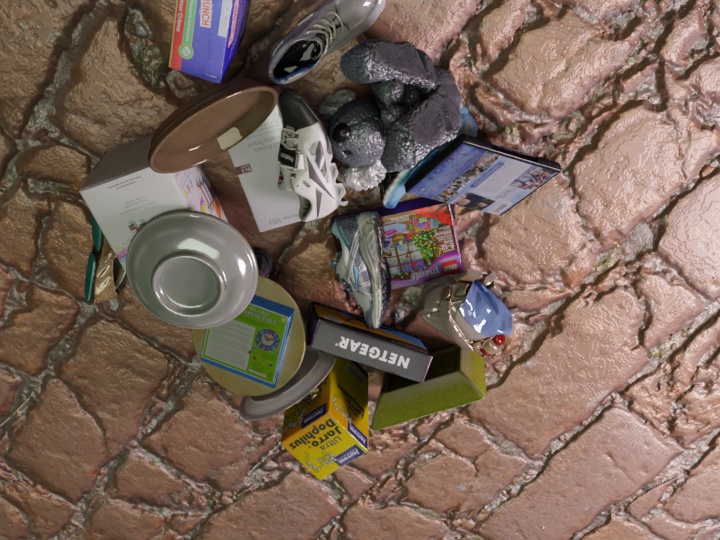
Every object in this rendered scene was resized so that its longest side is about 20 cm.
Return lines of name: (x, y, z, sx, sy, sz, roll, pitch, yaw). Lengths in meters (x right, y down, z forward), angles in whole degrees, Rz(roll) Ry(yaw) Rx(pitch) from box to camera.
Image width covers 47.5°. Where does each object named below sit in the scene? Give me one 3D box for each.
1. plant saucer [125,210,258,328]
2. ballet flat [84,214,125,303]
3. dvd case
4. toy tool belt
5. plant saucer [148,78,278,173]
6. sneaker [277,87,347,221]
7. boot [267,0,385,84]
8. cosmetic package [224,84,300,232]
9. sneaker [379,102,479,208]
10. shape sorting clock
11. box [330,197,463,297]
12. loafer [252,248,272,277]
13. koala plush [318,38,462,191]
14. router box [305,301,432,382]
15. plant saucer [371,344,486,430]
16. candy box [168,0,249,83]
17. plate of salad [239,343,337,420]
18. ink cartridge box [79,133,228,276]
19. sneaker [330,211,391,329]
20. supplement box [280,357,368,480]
plant saucer: (-0.251, 0.012, 1.205, 0.196, 0.050, 0.203, 0, 121, -1)
ballet flat: (-0.414, -0.036, 1.349, 0.064, 0.071, 0.202, -3, 128, -30)
dvd case: (0.183, -0.139, 1.221, 0.197, 0.018, 0.142, 10, 149, -33)
toy tool belt: (0.199, 0.068, 1.337, 0.199, 0.126, 0.122, 33, 132, -32)
plant saucer: (-0.201, -0.196, 1.099, 0.199, 0.200, 0.030, -34, 86, 18)
sneaker: (-0.087, -0.158, 1.178, 0.088, 0.074, 0.202, -32, 121, -19)
boot: (-0.046, -0.329, 1.143, 0.199, 0.096, 0.074, -35, 115, 19)
cosmetic package: (-0.139, -0.170, 1.252, 0.100, 0.074, 0.202, -14, 118, 9)
sneaker: (0.105, -0.163, 1.252, 0.089, 0.079, 0.200, 34, 116, -22)
shape sorting clock: (-0.182, 0.104, 1.334, 0.196, 0.039, 0.204, 4, 103, 16)
box: (0.061, -0.040, 1.345, 0.196, 0.039, 0.139, -12, 120, 8)
loafer: (-0.243, 0.019, 1.368, 0.197, 0.063, 0.073, -19, 117, 11)
koala plush: (0.027, -0.209, 1.166, 0.199, 0.183, 0.180, -28, 86, 43)
router box: (0.010, 0.118, 1.371, 0.197, 0.149, 0.052, 19, 97, -10)
plant saucer: (0.113, 0.188, 1.399, 0.197, 0.200, 0.049, -18, 100, 11)
candy box: (-0.185, -0.363, 1.064, 0.076, 0.201, 0.171, 13, 120, -7)
plate of salad: (-0.118, 0.192, 1.388, 0.198, 0.201, 0.048, -27, 110, 15)
ink cartridge box: (-0.305, -0.088, 1.259, 0.142, 0.146, 0.202, -16, 120, 9)
sneaker: (0.000, 0.000, 1.314, 0.085, 0.078, 0.203, 0, 114, 15)
supplement box: (-0.058, 0.237, 1.415, 0.108, 0.201, 0.110, -35, 115, 19)
